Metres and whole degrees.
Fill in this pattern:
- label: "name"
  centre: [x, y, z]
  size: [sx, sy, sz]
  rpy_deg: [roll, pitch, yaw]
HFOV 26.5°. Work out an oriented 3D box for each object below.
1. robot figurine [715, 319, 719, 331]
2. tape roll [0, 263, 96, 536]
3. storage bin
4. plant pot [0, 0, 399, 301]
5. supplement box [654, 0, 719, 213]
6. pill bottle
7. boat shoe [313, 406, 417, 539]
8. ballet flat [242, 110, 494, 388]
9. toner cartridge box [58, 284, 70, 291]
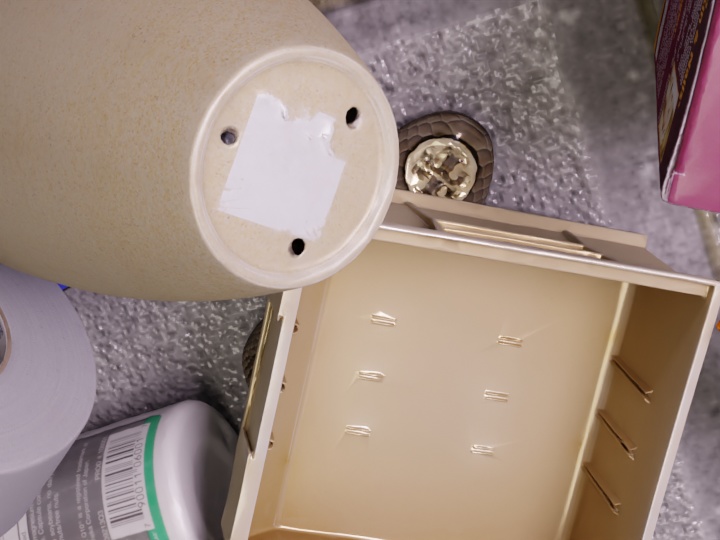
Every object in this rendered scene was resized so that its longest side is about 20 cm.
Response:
- label: "robot figurine"
  centre: [0.262, 0.060, 0.746]
  size: [0.200, 0.145, 0.058]
  rpy_deg: [48, 156, -24]
- label: "tape roll"
  centre: [-0.230, 0.041, 0.735]
  size: [0.199, 0.201, 0.066]
  rpy_deg: [34, 118, -6]
- label: "storage bin"
  centre: [0.047, 0.072, 0.754]
  size: [0.196, 0.094, 0.202]
  rpy_deg: [9, 105, -13]
- label: "plant pot"
  centre: [-0.076, -0.061, 0.652]
  size: [0.186, 0.199, 0.189]
  rpy_deg: [-11, 110, -30]
- label: "supplement box"
  centre: [0.176, -0.106, 0.636]
  size: [0.085, 0.200, 0.111]
  rpy_deg: [12, 116, 5]
- label: "pill bottle"
  centre: [-0.163, 0.153, 0.871]
  size: [0.198, 0.113, 0.114]
  rpy_deg: [-18, 110, 19]
- label: "boat shoe"
  centre: [0.017, 0.149, 0.858]
  size: [0.065, 0.072, 0.202]
  rpy_deg: [-6, 114, 9]
- label: "ballet flat"
  centre: [0.000, 0.000, 0.805]
  size: [0.067, 0.046, 0.200]
  rpy_deg: [38, 116, -8]
- label: "toner cartridge box"
  centre: [-0.177, -0.037, 0.824]
  size: [0.199, 0.043, 0.095]
  rpy_deg: [-25, 109, 21]
